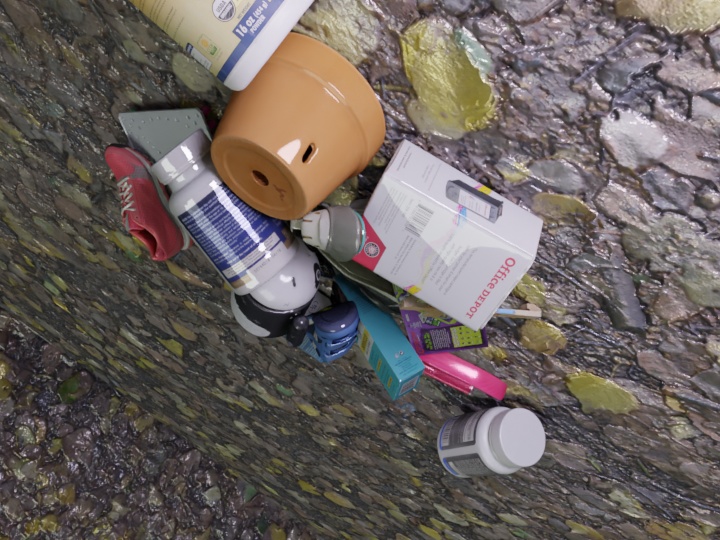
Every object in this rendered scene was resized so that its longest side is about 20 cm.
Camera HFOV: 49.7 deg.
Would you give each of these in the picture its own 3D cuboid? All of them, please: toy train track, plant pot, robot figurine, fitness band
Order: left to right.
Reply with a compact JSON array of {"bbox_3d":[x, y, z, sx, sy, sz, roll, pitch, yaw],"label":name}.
[{"bbox_3d":[-0.129,0.025,1.178,0.149,0.126,0.200,29,149,-2],"label":"robot figurine"},{"bbox_3d":[-0.087,-0.159,0.929,0.198,0.141,0.201,25,151,15],"label":"plant pot"},{"bbox_3d":[0.143,0.162,1.270,0.197,0.038,0.144,24,171,9],"label":"fitness band"},{"bbox_3d":[0.151,0.043,1.058,0.196,0.033,0.115,5,167,-12],"label":"toy train track"}]

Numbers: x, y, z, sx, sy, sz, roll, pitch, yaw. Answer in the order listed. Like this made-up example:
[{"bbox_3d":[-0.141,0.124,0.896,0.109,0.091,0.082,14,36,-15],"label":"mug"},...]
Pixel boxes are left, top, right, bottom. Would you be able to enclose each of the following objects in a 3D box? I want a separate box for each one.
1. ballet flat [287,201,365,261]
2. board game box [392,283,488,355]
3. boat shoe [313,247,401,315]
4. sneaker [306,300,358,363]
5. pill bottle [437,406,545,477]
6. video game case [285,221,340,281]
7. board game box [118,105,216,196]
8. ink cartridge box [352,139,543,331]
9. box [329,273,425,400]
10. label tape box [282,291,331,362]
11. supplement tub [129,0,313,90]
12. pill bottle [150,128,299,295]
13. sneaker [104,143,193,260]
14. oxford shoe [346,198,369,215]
[{"bbox_3d":[-0.051,-0.052,0.961,0.063,0.069,0.200,0,-170,-18],"label":"ballet flat"},{"bbox_3d":[0.117,0.054,1.127,0.118,0.033,0.201,-11,140,7],"label":"board game box"},{"bbox_3d":[0.000,0.000,1.167,0.199,0.072,0.068,36,149,-11],"label":"boat shoe"},{"bbox_3d":[-0.037,0.097,1.197,0.200,0.073,0.084,161,89,-78],"label":"sneaker"},{"bbox_3d":[0.230,0.304,1.376,0.113,0.115,0.200,37,152,-11],"label":"pill bottle"},{"bbox_3d":[-0.128,-0.064,1.251,0.197,0.024,0.183,15,147,29],"label":"video game case"},{"bbox_3d":[-0.264,-0.155,1.187,0.198,0.026,0.203,8,128,39],"label":"board game box"},{"bbox_3d":[0.098,-0.040,0.942,0.198,0.086,0.148,29,134,-2],"label":"ink cartridge box"},{"bbox_3d":[0.023,0.097,1.221,0.201,0.049,0.083,56,159,22],"label":"box"},{"bbox_3d":[-0.121,0.074,1.418,0.198,0.064,0.144,34,153,-3],"label":"label tape box"},{"bbox_3d":[-0.154,-0.296,0.770,0.199,0.146,0.144,39,151,-15],"label":"supplement tub"},{"bbox_3d":[-0.177,-0.078,1.009,0.201,0.111,0.110,53,147,-15],"label":"pill bottle"},{"bbox_3d":[-0.343,-0.105,1.213,0.073,0.087,0.201,-21,108,49],"label":"sneaker"},{"bbox_3d":[0.054,-0.060,1.040,0.196,0.058,0.076,5,121,17],"label":"oxford shoe"}]
